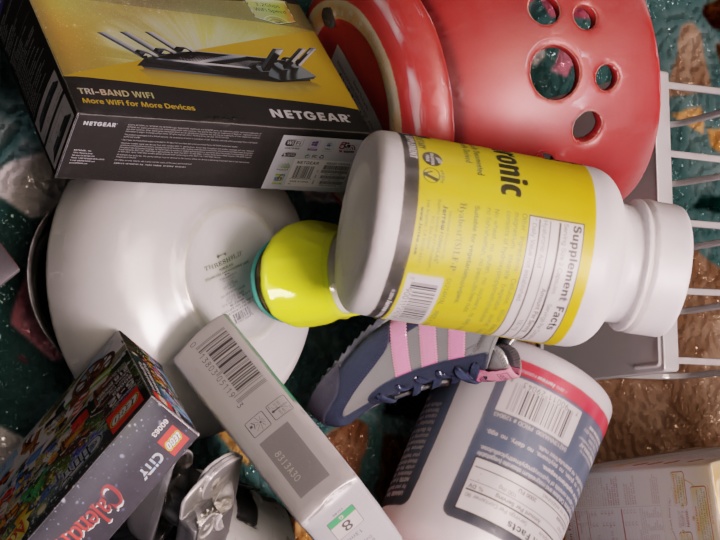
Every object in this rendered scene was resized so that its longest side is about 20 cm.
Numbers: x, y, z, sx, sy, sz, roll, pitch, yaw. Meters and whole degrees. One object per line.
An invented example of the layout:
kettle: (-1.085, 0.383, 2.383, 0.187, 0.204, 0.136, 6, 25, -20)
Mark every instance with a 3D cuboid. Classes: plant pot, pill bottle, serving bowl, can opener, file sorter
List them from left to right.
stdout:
can opener: (-0.110, 0.173, 1.389, 0.067, 0.201, 0.053, 33, 47, 19)
serving bowl: (-0.098, 0.005, 1.451, 0.199, 0.066, 0.201, 6, 82, -44)
plant pot: (0.070, -0.124, 1.515, 0.182, 0.200, 0.202, -11, 89, -28)
pill bottle: (0.077, 0.155, 1.530, 0.119, 0.119, 0.201, 33, 69, -23)
pill bottle: (0.092, -0.014, 1.396, 0.199, 0.111, 0.112, 10, 79, -13)
file sorter: (0.210, -0.025, 1.621, 0.124, 0.139, 0.201, 2, 83, -33)

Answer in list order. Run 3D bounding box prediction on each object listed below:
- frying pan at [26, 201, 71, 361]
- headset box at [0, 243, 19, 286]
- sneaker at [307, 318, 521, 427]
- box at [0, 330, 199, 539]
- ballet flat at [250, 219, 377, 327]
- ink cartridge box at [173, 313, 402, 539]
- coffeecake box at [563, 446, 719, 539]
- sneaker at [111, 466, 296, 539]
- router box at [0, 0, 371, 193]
frying pan: (-0.165, -0.030, 1.455, 0.115, 0.031, 0.191, 3, 80, -41)
headset box: (-0.307, -0.015, 1.350, 0.149, 0.075, 0.200, -41, 105, -28)
sneaker: (0.056, 0.051, 1.493, 0.082, 0.200, 0.070, 53, 17, 14)
box: (-0.181, 0.137, 1.328, 0.038, 0.137, 0.200, 41, 91, -19)
ballet flat: (0.000, 0.000, 1.478, 0.200, 0.067, 0.067, 2, 82, -67)
ink cartridge box: (-0.022, 0.136, 1.404, 0.050, 0.161, 0.200, -40, 139, -3)
coffeecake box: (0.238, 0.158, 1.577, 0.153, 0.200, 0.073, -6, 87, -30)
sneaker: (-0.092, 0.161, 1.458, 0.200, 0.074, 0.089, 55, 38, -27)
router box: (-0.112, -0.121, 1.440, 0.199, 0.052, 0.158, 2, 41, -31)
